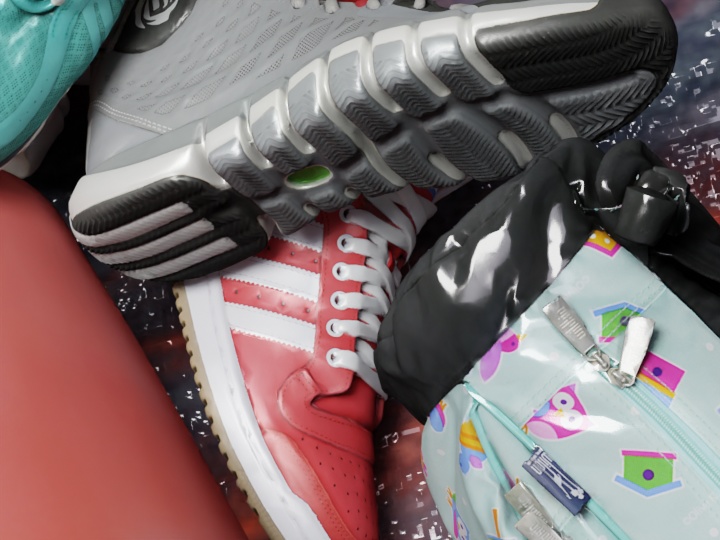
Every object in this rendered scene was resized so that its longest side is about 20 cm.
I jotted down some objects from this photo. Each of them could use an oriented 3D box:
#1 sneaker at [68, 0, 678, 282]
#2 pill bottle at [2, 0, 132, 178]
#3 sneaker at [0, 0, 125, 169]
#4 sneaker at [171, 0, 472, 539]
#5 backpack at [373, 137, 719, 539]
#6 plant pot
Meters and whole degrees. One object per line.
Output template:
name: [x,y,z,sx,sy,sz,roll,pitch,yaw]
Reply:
sneaker: [-0.004,-0.080,0.883,0.200,0.075,0.116,-18,56,18]
pill bottle: [-0.098,-0.136,0.970,0.109,0.109,0.200,23,73,20]
sneaker: [-0.084,-0.117,0.870,0.200,0.078,0.080,-59,25,-16]
sneaker: [0.000,0.000,0.926,0.112,0.071,0.200,-22,65,9]
backpack: [0.097,0.068,0.843,0.127,0.167,0.200,-41,82,5]
plant pot: [-0.136,0.075,0.878,0.200,0.200,0.177,-24,57,5]
